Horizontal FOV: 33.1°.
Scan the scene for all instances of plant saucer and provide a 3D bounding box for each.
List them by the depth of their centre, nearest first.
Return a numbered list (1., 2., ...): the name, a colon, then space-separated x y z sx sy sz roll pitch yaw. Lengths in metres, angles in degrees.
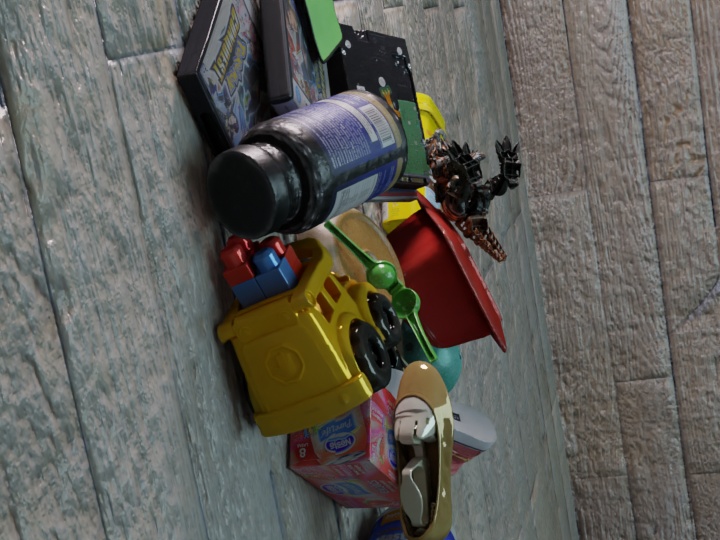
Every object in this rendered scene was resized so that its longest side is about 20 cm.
1. plant saucer: 0.000 0.000 1.440 0.200 0.035 0.200 39 38 -39

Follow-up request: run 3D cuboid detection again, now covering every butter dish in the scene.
1. butter dish: 0.082 0.023 1.597 0.200 0.148 0.200 60 2 -25

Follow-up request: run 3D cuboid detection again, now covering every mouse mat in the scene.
1. mouse mat: -0.058 -0.342 1.367 0.161 0.008 0.200 -69 146 -68

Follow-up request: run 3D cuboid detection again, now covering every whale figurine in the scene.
1. whale figurine: 0.092 0.093 1.727 0.159 0.104 0.200 60 27 -54

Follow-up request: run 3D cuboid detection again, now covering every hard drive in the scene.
1. hard drive: 0.020 -0.204 1.528 0.140 0.038 0.200 -1 76 -49

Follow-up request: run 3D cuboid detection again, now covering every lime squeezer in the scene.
1. lime squeezer: 0.028 0.023 1.385 0.200 0.038 0.071 53 32 9

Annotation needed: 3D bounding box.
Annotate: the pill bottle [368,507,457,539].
1. pill bottle: 0.059 0.355 1.482 0.200 0.112 0.112 -65 144 -63

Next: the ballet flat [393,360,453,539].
1. ballet flat: 0.067 0.199 1.314 0.063 0.069 0.200 1 82 -60

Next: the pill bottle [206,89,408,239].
1. pill bottle: -0.051 -0.100 1.168 0.200 0.112 0.112 -29 113 -48

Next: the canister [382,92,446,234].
1. canister: 0.080 -0.146 1.828 0.149 0.086 0.200 44 43 -66

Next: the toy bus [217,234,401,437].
1. toy bus: -0.063 0.036 1.191 0.192 0.136 0.200 61 20 -16

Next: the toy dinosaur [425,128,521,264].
1. toy dinosaur: 0.144 -0.103 1.551 0.102 0.200 0.136 -31 163 -36

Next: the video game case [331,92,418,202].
1. video game case: 0.004 -0.185 1.546 0.143 0.017 0.200 -4 79 -50

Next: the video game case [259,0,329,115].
1. video game case: -0.068 -0.229 1.320 0.181 0.025 0.200 54 27 -64

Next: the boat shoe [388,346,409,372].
1. boat shoe: 0.022 0.121 1.531 0.063 0.074 0.202 -61 139 -56

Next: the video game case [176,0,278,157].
1. video game case: -0.123 -0.188 1.225 0.200 0.025 0.181 -82 159 -43

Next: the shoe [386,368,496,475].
1. shoe: 0.067 0.195 1.509 0.200 0.091 0.072 26 34 -25

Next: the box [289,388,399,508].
1. box: -0.003 0.196 1.357 0.200 0.094 0.103 52 34 -61
